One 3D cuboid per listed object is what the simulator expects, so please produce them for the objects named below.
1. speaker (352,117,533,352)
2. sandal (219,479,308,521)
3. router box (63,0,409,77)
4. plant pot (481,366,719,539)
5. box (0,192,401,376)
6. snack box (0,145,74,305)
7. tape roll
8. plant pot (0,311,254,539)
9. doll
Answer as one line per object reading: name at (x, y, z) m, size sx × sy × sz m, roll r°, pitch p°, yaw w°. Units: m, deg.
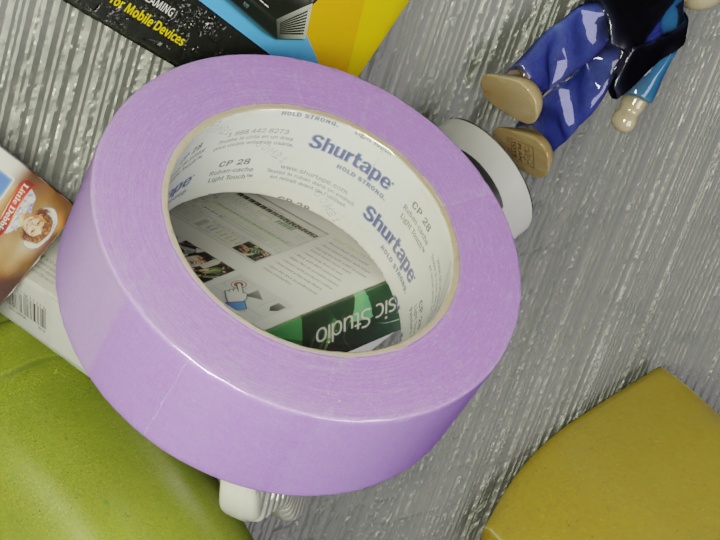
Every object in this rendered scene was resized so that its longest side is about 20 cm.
speaker at (0.000, 0.000, 1.069) m, size 0.200 × 0.081 × 0.081 m, roll -37°, pitch 143°, yaw -22°
sandal at (-0.050, 0.081, 0.947) m, size 0.203 × 0.050 × 0.083 m, roll 47°, pitch 59°, yaw -82°
router box at (-0.051, -0.161, 0.889) m, size 0.149 × 0.051 × 0.200 m, roll -57°, pitch 144°, yaw 5°
plant pot at (0.195, 0.227, 1.416) m, size 0.200 × 0.196 × 0.194 m, roll -19°, pitch 134°, yaw -27°
box at (-0.061, 0.003, 0.940) m, size 0.200 × 0.144 × 0.036 m, roll -23°, pitch 128°, yaw -36°
snack box at (-0.220, 0.027, 0.874) m, size 0.200 × 0.024 × 0.072 m, roll -51°, pitch 135°, yaw -3°
tape roll at (-0.031, -0.001, 0.848) m, size 0.200 × 0.200 × 0.066 m, roll -22°, pitch 157°, yaw -37°
plant pot at (-0.138, 0.150, 0.939) m, size 0.200 × 0.193 × 0.200 m, roll -30°, pitch 139°, yaw -30°
doll at (0.156, -0.137, 1.158) m, size 0.200 × 0.048 × 0.137 m, roll -41°, pitch 135°, yaw -28°
